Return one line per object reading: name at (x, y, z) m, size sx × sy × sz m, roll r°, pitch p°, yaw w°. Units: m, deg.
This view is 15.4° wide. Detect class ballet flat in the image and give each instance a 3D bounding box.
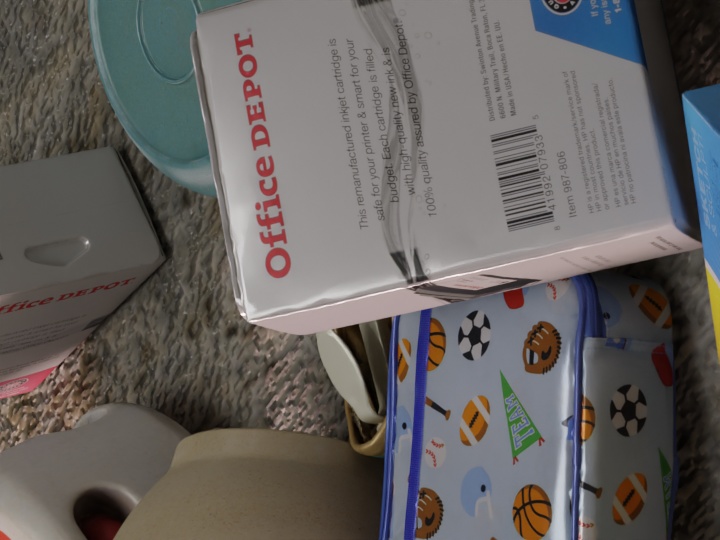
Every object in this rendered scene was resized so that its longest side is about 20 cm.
ballet flat at (0.000, 0.000, 1.371) m, size 0.069 × 0.063 × 0.200 m, roll -22°, pitch 83°, yaw 52°

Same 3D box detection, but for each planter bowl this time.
planter bowl at (-0.046, 0.161, 1.396) m, size 0.200 × 0.200 × 0.135 m, roll -20°, pitch 58°, yaw 53°

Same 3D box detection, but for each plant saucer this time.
plant saucer at (-0.098, -0.137, 1.488) m, size 0.200 × 0.027 × 0.201 m, roll 21°, pitch 117°, yaw 48°

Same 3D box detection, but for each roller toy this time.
roller toy at (-0.144, 0.177, 1.549) m, size 0.200 × 0.140 × 0.183 m, roll 29°, pitch 133°, yaw 40°

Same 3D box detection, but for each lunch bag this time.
lunch bag at (0.072, 0.094, 1.263) m, size 0.160 × 0.075 × 0.201 m, roll 0°, pitch 83°, yaw 49°

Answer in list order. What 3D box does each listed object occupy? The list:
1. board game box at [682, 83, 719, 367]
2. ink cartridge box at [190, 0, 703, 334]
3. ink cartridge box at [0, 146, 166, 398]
board game box at (0.180, 0.038, 1.080) m, size 0.153 × 0.040 × 0.200 m, roll -112°, pitch 10°, yaw -68°
ink cartridge box at (0.039, -0.062, 1.188) m, size 0.200 × 0.084 × 0.145 m, roll -13°, pitch 80°, yaw 16°
ink cartridge box at (-0.229, 0.013, 1.603) m, size 0.200 × 0.146 × 0.083 m, roll -41°, pitch 68°, yaw 49°
